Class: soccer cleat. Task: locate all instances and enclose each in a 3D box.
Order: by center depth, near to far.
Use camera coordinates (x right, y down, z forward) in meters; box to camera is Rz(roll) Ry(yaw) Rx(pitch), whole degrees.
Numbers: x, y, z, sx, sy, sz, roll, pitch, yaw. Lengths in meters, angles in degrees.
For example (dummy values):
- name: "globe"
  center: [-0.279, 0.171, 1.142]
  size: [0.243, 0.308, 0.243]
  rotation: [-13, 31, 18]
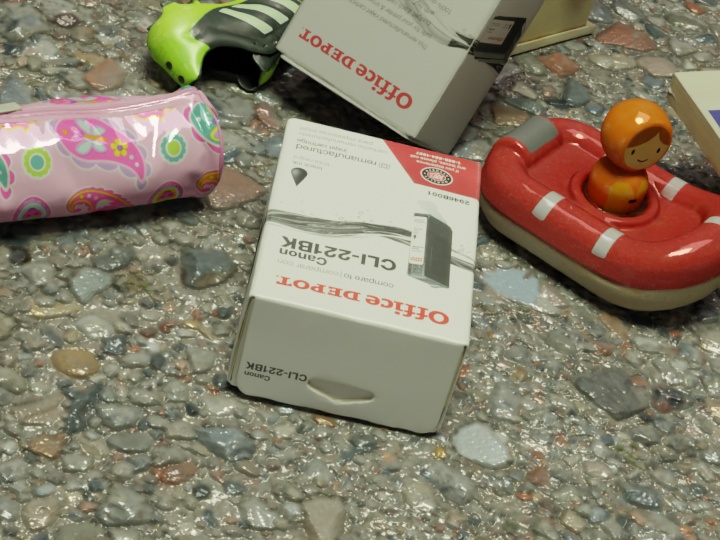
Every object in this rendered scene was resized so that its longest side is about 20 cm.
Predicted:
- name: "soccer cleat"
  center: [-0.078, -0.188, 1.399]
  size: [0.200, 0.068, 0.081]
  rotation: [-21, 69, -35]

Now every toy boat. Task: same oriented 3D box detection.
- name: "toy boat"
  center: [0.191, -0.066, 1.278]
  size: [0.200, 0.131, 0.130]
  rotation: [33, 43, 21]

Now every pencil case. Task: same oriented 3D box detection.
- name: "pencil case"
  center: [-0.196, -0.082, 1.212]
  size: [0.199, 0.088, 0.088]
  rotation: [-7, 44, -26]

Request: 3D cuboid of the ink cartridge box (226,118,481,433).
- name: "ink cartridge box"
  center: [0.000, 0.000, 1.177]
  size: [0.144, 0.084, 0.200]
  rotation: [13, 40, -4]

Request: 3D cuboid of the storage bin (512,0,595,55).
- name: "storage bin"
  center: [0.079, -0.277, 1.521]
  size: [0.200, 0.094, 0.199]
  rotation: [-20, 50, -34]

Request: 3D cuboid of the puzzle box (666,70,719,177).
- name: "puzzle box"
  center: [0.348, -0.107, 1.336]
  size: [0.199, 0.025, 0.133]
  rotation: [-4, 43, -18]

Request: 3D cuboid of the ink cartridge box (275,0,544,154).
- name: "ink cartridge box"
  center: [0.051, -0.211, 1.348]
  size: [0.144, 0.200, 0.084]
  rotation: [35, 8, 23]
